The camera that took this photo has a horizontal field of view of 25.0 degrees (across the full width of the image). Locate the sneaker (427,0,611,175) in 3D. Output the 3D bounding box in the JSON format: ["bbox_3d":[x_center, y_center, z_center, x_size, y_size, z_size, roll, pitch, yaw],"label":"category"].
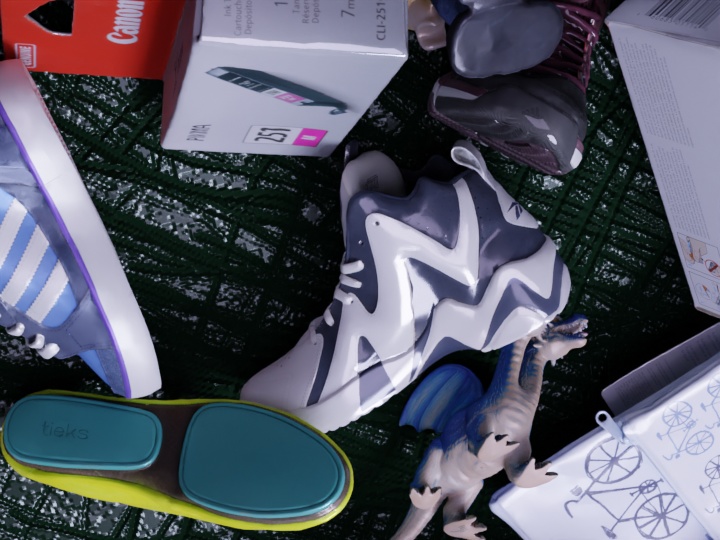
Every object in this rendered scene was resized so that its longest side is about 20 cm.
[{"bbox_3d":[0.087,-0.114,0.794,0.075,0.200,0.116,26,95,-5],"label":"sneaker"}]

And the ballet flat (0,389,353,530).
[{"bbox_3d":[-0.097,0.104,0.879,0.198,0.067,0.067,8,155,11],"label":"ballet flat"}]

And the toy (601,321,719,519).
[{"bbox_3d":[0.249,0.054,0.961,0.199,0.047,0.115,-32,117,7],"label":"toy"}]

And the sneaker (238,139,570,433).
[{"bbox_3d":[0.000,0.000,0.873,0.198,0.080,0.130,-24,103,22],"label":"sneaker"}]

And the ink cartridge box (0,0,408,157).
[{"bbox_3d":[-0.082,-0.097,0.760,0.172,0.200,0.044,1,81,-11],"label":"ink cartridge box"}]

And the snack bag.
[{"bbox_3d":[0.196,0.139,0.962,0.199,0.021,0.189,-33,125,12],"label":"snack bag"}]

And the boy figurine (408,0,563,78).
[{"bbox_3d":[0.023,-0.170,0.747,0.064,0.200,0.125,-17,131,-21],"label":"boy figurine"}]

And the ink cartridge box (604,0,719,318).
[{"bbox_3d":[0.235,-0.093,0.846,0.175,0.084,0.201,-42,130,-21],"label":"ink cartridge box"}]

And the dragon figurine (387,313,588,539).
[{"bbox_3d":[0.059,0.095,0.932,0.059,0.100,0.200,32,121,-22],"label":"dragon figurine"}]

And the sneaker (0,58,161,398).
[{"bbox_3d":[-0.200,0.003,0.825,0.146,0.081,0.201,-25,118,-7],"label":"sneaker"}]
